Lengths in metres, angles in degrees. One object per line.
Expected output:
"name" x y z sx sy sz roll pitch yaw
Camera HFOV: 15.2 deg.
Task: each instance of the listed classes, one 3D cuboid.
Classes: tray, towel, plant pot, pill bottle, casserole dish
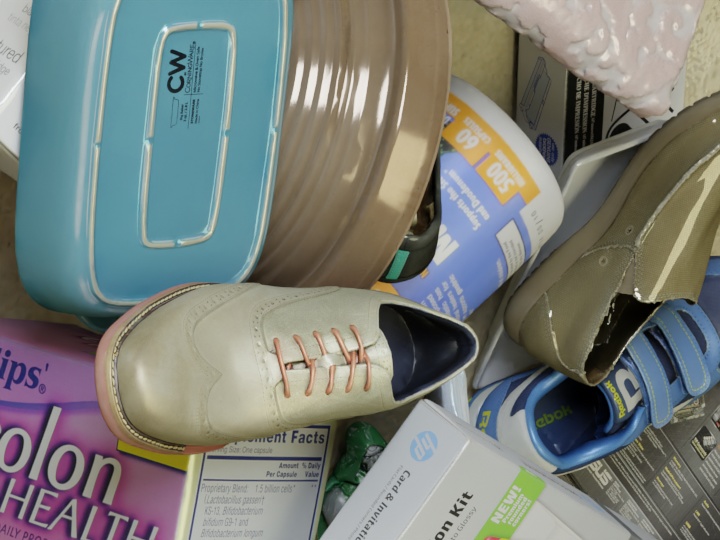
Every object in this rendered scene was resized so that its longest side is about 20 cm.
"tray" 0.124 -0.015 1.504 0.107 0.022 0.200 -21 150 -31
"towel" 0.106 -0.197 1.258 0.200 0.032 0.192 31 75 -36
"plant pot" -0.050 -0.077 1.258 0.092 0.201 0.202 13 103 -29
"pill bottle" 0.000 0.000 1.390 0.200 0.112 0.112 -43 133 -16
"casserole dish" -0.081 -0.062 1.135 0.121 0.039 0.201 -7 113 -36

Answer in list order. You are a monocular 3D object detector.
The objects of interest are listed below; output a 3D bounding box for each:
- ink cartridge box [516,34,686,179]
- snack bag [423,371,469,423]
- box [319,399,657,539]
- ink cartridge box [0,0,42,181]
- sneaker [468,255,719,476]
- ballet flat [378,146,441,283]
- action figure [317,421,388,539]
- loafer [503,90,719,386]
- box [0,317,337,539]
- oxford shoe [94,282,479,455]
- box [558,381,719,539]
"ink cartridge box" 0.134 -0.138 1.480 0.094 0.044 0.201 -20 124 -33
"snack bag" 0.060 0.138 1.430 0.021 0.200 0.189 -9 79 -2
"box" 0.049 0.162 1.237 0.156 0.041 0.200 -54 136 2
"ink cartridge box" -0.114 -0.139 1.197 0.200 0.145 0.084 -51 131 -8
"sneaker" 0.154 0.060 1.530 0.200 0.082 0.074 -33 95 -15
"ballet flat" 0.016 -0.095 1.319 0.068 0.068 0.201 -5 79 -12
"action figure" 0.020 0.168 1.541 0.118 0.055 0.201 -31 125 -21
"loafer" 0.163 -0.016 1.448 0.200 0.068 0.076 -49 153 24
"box" -0.121 0.137 1.238 0.097 0.176 0.201 7 96 -51
"oxford shoe" -0.029 0.034 1.133 0.200 0.074 0.071 -11 92 -52
"box" 0.197 0.102 1.657 0.158 0.048 0.200 -49 134 -11
